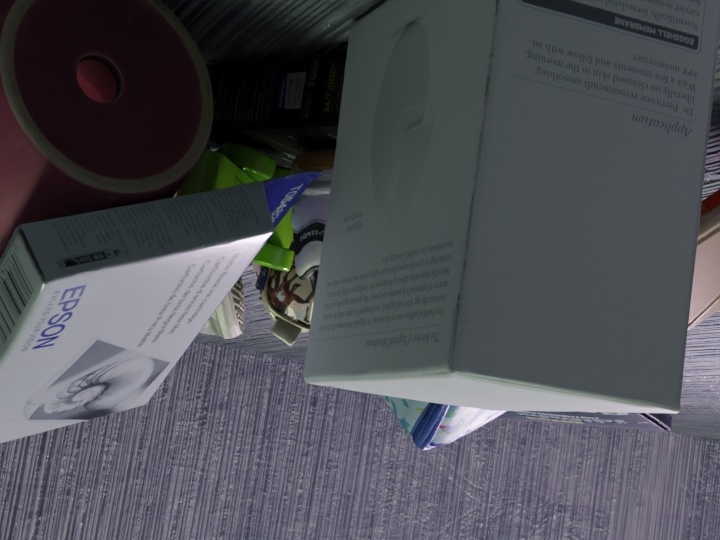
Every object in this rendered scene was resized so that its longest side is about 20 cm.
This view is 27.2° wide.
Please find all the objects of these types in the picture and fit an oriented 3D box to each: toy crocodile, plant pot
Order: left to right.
[{"bbox_3d":[-0.182,-0.074,0.846,0.199,0.202,0.178,15,155,-34],"label":"plant pot"},{"bbox_3d":[-0.080,-0.041,0.971,0.061,0.068,0.200,13,177,16],"label":"toy crocodile"}]

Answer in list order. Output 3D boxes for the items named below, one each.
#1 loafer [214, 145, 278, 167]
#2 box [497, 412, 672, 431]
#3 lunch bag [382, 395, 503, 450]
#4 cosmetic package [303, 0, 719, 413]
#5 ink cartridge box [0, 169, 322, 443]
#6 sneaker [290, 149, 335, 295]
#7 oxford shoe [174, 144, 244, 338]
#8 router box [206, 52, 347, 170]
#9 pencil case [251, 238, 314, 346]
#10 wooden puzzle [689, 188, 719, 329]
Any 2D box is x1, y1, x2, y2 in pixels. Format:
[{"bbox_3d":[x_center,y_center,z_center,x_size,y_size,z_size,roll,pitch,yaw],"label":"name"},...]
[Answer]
[{"bbox_3d":[-0.083,-0.075,1.117,0.070,0.069,0.200,38,158,-33],"label":"loafer"},{"bbox_3d":[0.140,0.091,1.190,0.198,0.052,0.158,2,170,22],"label":"box"},{"bbox_3d":[0.109,0.037,1.019,0.199,0.083,0.161,-28,164,-22],"label":"lunch bag"},{"bbox_3d":[0.068,-0.035,0.736,0.122,0.202,0.199,12,172,-19],"label":"cosmetic package"},{"bbox_3d":[-0.131,0.026,0.851,0.199,0.041,0.200,-16,157,-39],"label":"ink cartridge box"},{"bbox_3d":[0.000,0.000,0.954,0.075,0.089,0.200,-4,158,22],"label":"sneaker"},{"bbox_3d":[-0.125,-0.035,1.046,0.057,0.202,0.075,-5,-147,6],"label":"oxford shoe"},{"bbox_3d":[0.013,-0.085,0.965,0.148,0.052,0.199,3,170,44],"label":"router box"},{"bbox_3d":[-0.056,-0.016,1.178,0.078,0.089,0.200,43,-175,-20],"label":"pencil case"},{"bbox_3d":[0.210,-0.004,0.927,0.199,0.037,0.185,-27,156,-11],"label":"wooden puzzle"}]
